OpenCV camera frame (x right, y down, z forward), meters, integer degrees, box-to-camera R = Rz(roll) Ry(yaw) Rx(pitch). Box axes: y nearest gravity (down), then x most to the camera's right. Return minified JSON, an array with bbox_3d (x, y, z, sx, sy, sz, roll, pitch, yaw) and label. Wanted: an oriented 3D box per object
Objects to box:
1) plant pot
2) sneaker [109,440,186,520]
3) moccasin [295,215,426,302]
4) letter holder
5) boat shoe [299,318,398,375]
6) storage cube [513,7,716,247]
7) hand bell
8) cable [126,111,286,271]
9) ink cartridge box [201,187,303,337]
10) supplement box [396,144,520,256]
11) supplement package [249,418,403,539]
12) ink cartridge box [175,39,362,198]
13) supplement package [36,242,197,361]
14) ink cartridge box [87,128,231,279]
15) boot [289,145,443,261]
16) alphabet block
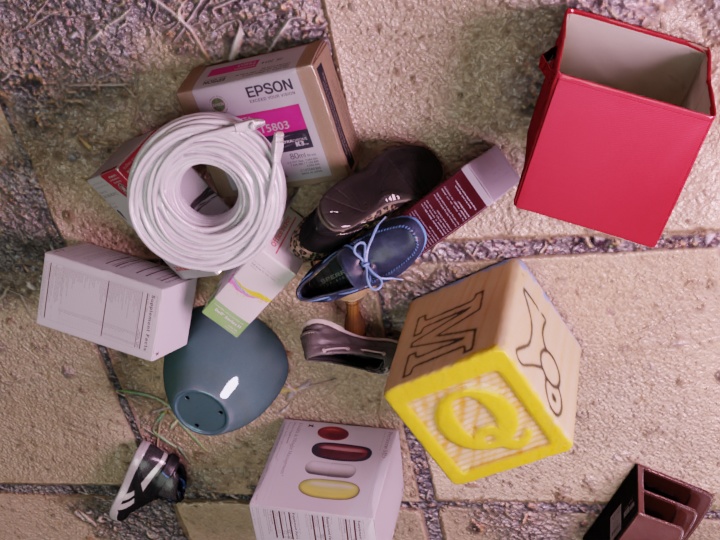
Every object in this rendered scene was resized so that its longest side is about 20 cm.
[{"bbox_3d":[-0.224,0.174,1.620,0.197,0.135,0.202,8,126,10],"label":"plant pot"},{"bbox_3d":[-0.373,0.399,1.864,0.111,0.073,0.201,26,127,-2],"label":"sneaker"},{"bbox_3d":[0.000,0.000,1.336,0.199,0.068,0.081,-34,89,35],"label":"moccasin"},{"bbox_3d":[0.449,0.421,1.627,0.141,0.101,0.201,21,128,-2],"label":"letter holder"},{"bbox_3d":[-0.002,0.126,1.530,0.198,0.058,0.067,19,146,-28],"label":"boat shoe"},{"bbox_3d":[0.286,-0.166,1.203,0.198,0.172,0.181,16,129,4],"label":"storage cube"},{"bbox_3d":[-0.011,0.047,1.512,0.103,0.105,0.201,6,138,12],"label":"hand bell"},{"bbox_3d":[-0.192,-0.100,1.319,0.197,0.069,0.202,0,112,-4],"label":"cable"},{"bbox_3d":[-0.130,-0.011,1.469,0.067,0.118,0.200,37,127,-11],"label":"ink cartridge box"},{"bbox_3d":[0.102,-0.073,1.357,0.199,0.109,0.061,-38,89,33],"label":"supplement box"},{"bbox_3d":[-0.047,0.360,1.667,0.197,0.192,0.148,3,127,13],"label":"supplement package"},{"bbox_3d":[-0.117,-0.192,1.362,0.198,0.075,0.166,-7,124,22],"label":"ink cartridge box"},{"bbox_3d":[-0.357,0.043,1.541,0.198,0.109,0.115,16,104,15],"label":"supplement package"},{"bbox_3d":[-0.261,-0.085,1.439,0.200,0.084,0.145,48,156,-19],"label":"ink cartridge box"},{"bbox_3d":[0.003,-0.084,1.369,0.074,0.199,0.150,55,148,3],"label":"boot"},{"bbox_3d":[0.173,0.138,1.437,0.195,0.201,0.196,-26,114,30],"label":"alphabet block"}]
